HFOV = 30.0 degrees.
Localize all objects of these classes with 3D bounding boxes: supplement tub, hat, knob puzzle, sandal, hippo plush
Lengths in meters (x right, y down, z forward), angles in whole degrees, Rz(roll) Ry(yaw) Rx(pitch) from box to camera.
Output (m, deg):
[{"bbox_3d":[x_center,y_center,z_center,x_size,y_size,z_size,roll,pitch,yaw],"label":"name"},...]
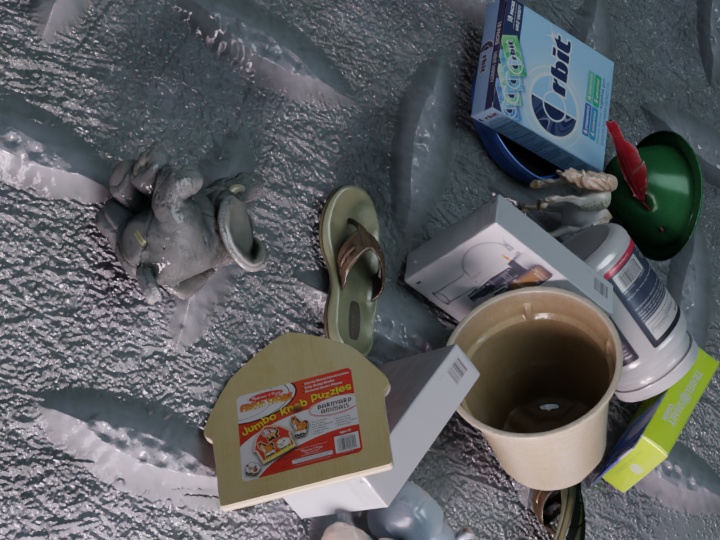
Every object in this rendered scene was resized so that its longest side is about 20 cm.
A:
[{"bbox_3d":[0.325,0.053,1.709,0.200,0.140,0.140,53,52,-14],"label":"supplement tub"},{"bbox_3d":[0.330,-0.110,1.754,0.176,0.166,0.200,-1,107,-28],"label":"hat"},{"bbox_3d":[-0.063,0.147,1.376,0.220,0.219,0.030,-62,148,-32],"label":"knob puzzle"},{"bbox_3d":[0.001,0.001,1.514,0.080,0.057,0.201,8,72,-36],"label":"sandal"},{"bbox_3d":[0.239,0.275,1.635,0.080,0.057,0.201,65,23,-45],"label":"sandal"},{"bbox_3d":[0.056,0.310,1.411,0.161,0.159,0.200,-42,103,-37],"label":"hippo plush"}]

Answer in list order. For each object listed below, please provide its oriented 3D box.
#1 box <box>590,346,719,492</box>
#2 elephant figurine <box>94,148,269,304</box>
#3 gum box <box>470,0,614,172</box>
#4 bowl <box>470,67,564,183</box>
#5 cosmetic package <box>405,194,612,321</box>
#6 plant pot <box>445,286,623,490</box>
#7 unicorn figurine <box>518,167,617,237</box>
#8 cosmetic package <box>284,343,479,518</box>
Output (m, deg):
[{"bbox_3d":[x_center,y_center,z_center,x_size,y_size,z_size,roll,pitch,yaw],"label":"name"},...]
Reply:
[{"bbox_3d":[0.378,0.197,1.720,0.048,0.122,0.200,37,53,6],"label":"box"},{"bbox_3d":[-0.158,-0.039,1.376,0.200,0.141,0.155,22,93,-49],"label":"elephant figurine"},{"bbox_3d":[0.239,-0.235,1.738,0.200,0.045,0.170,25,63,-32],"label":"gum box"},{"bbox_3d":[0.227,-0.209,1.775,0.200,0.039,0.201,12,70,-35],"label":"bowl"},{"bbox_3d":[0.176,0.016,1.586,0.200,0.151,0.052,36,44,-25],"label":"cosmetic package"},{"bbox_3d":[0.208,0.152,1.545,0.184,0.200,0.201,69,37,-50],"label":"plant pot"},{"bbox_3d":[0.276,-0.083,1.730,0.137,0.200,0.074,-5,85,-11],"label":"unicorn figurine"},{"bbox_3d":[0.019,0.171,1.429,0.052,0.151,0.200,53,52,-17],"label":"cosmetic package"}]
